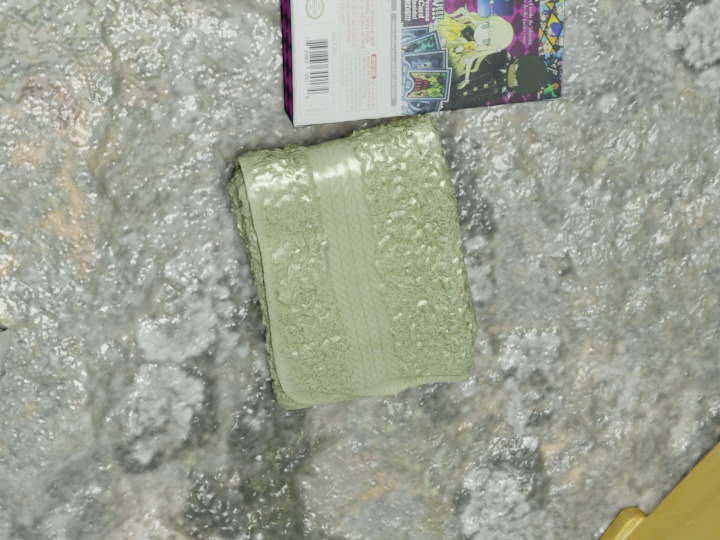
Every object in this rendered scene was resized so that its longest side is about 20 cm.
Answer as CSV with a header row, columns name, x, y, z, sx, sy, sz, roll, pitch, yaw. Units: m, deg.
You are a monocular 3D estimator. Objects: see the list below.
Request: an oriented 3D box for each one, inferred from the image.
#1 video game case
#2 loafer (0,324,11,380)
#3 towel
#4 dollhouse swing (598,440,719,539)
name,x,y,z,sx,sy,sz,roll,pitch,yaw
video game case,0.039,-0.195,1.173,0.180,0.036,0.202,-7,115,-13
loafer,-0.309,0.033,1.159,0.199,0.070,0.070,20,101,-31
towel,0.000,0.000,1.232,0.147,0.037,0.201,-13,122,-5
dollhouse swing,0.277,0.246,1.341,0.175,0.200,0.182,-34,117,0
